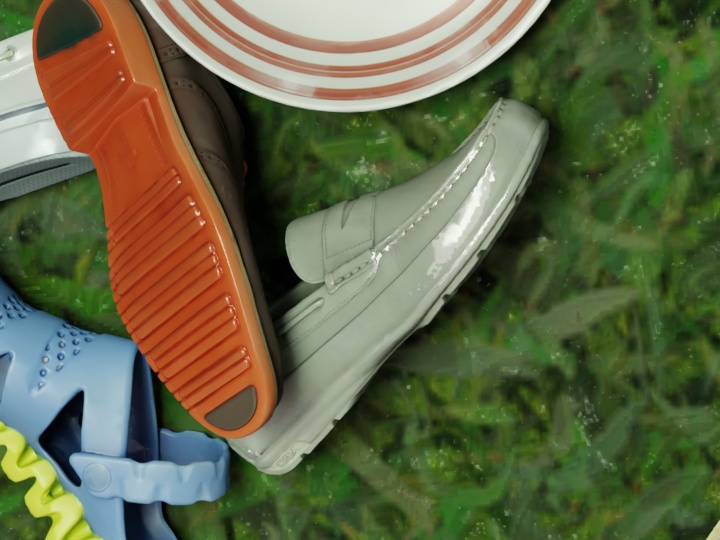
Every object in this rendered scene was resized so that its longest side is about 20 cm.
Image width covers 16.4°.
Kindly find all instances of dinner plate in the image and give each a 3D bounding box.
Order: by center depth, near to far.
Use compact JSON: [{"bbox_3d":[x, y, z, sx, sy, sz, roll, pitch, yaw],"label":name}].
[{"bbox_3d":[-0.006,-0.165,1.000,0.198,0.024,0.202,0,98,-2],"label":"dinner plate"}]

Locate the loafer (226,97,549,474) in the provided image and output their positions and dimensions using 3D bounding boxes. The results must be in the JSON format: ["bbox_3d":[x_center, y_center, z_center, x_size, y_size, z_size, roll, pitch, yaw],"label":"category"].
[{"bbox_3d":[0.000,0.000,1.031,0.070,0.070,0.200,41,112,-2],"label":"loafer"}]

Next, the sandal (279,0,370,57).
[{"bbox_3d":[-0.070,-0.165,1.031,0.203,0.050,0.082,46,111,5],"label":"sandal"}]

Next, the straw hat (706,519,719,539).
[{"bbox_3d":[0.230,0.152,0.975,0.199,0.085,0.203,3,96,24],"label":"straw hat"}]

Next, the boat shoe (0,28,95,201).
[{"bbox_3d":[-0.201,-0.054,1.100,0.198,0.074,0.067,-15,78,15],"label":"boat shoe"}]

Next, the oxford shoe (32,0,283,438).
[{"bbox_3d":[-0.066,-0.029,1.026,0.071,0.072,0.201,-30,75,39],"label":"oxford shoe"}]

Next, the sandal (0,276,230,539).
[{"bbox_3d":[-0.126,0.054,1.088,0.087,0.080,0.200,-36,97,18],"label":"sandal"}]
